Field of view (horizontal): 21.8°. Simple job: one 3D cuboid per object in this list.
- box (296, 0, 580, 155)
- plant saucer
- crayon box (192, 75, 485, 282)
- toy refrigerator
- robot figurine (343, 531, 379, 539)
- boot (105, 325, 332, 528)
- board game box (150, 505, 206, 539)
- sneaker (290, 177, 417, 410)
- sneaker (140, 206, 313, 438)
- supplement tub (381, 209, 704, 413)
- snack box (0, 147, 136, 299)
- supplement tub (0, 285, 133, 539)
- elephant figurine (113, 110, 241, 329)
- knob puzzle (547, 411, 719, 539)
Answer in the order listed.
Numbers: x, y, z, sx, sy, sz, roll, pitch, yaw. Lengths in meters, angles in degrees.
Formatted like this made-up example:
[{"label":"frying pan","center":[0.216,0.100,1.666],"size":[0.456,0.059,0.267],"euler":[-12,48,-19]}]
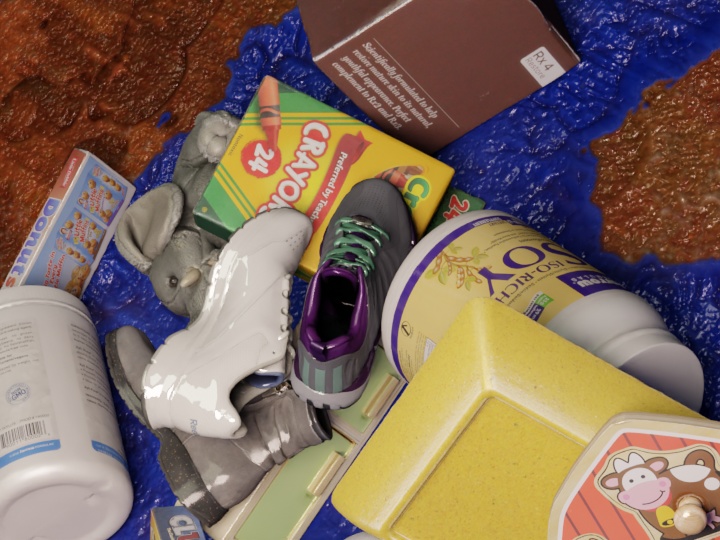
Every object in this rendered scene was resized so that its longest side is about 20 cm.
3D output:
[{"label":"box","center":[0.048,-0.236,1.522],"size":[0.164,0.166,0.200],"euler":[-30,49,17]},{"label":"plant saucer","center":[0.106,0.142,1.194],"size":[0.200,0.200,0.048],"euler":[-57,8,30]},{"label":"crayon box","center":[-0.014,-0.051,1.462],"size":[0.200,0.051,0.127],"euler":[26,79,3]},{"label":"toy refrigerator","center":[-0.046,0.126,1.435],"size":[0.070,0.076,0.200],"euler":[29,82,43]},{"label":"robot figurine","center":[-0.001,0.263,1.292],"size":[0.170,0.113,0.200],"euler":[36,87,4]},{"label":"boot","center":[-0.104,0.089,1.414],"size":[0.132,0.070,0.200],"euler":[-38,55,3]},{"label":"board game box","center":[-0.119,0.278,1.331],"size":[0.200,0.035,0.136],"euler":[-119,31,-59]},{"label":"sneaker","center":[0.000,0.000,1.355],"size":[0.074,0.088,0.200],"euler":[10,56,5]},{"label":"sneaker","center":[-0.079,0.043,1.366],"size":[0.087,0.075,0.200],"euler":[19,65,21]},{"label":"supplement tub","center":[0.125,0.059,1.303],"size":[0.145,0.145,0.200],"euler":[-52,47,-2]},{"label":"snack box","center":[-0.273,-0.006,1.681],"size":[0.024,0.072,0.200],"euler":[13,72,41]},{"label":"supplement tub","center":[-0.268,0.126,1.558],"size":[0.132,0.132,0.200],"euler":[-33,48,16]},{"label":"elephant figurine","center":[-0.133,-0.026,1.551],"size":[0.141,0.155,0.200],"euler":[32,88,5]},{"label":"knob puzzle","center":[0.202,0.171,1.148],"size":[0.219,0.220,0.030],"euler":[-24,22,22]}]
